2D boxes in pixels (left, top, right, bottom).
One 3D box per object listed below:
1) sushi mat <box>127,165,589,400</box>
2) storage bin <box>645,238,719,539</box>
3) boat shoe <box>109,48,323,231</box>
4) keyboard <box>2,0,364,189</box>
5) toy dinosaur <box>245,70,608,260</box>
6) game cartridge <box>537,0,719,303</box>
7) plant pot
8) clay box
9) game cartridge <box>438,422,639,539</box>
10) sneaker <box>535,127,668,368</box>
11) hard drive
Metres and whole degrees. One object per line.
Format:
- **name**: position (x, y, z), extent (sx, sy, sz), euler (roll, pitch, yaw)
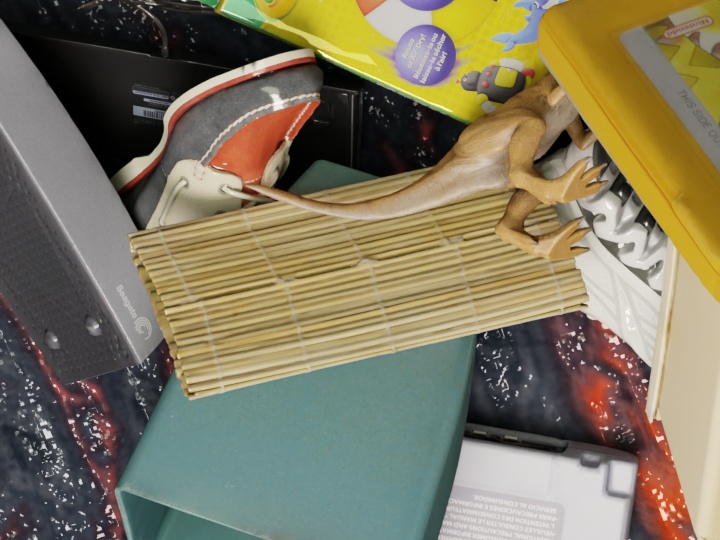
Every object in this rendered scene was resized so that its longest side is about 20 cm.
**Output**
- **sushi mat**: position (0.000, 0.000, 1.241), extent (0.200, 0.096, 0.012), euler (-13, 146, -14)
- **storage bin**: position (0.240, 0.022, 1.179), extent (0.199, 0.094, 0.200), euler (-5, 136, -5)
- **boat shoe**: position (-0.069, -0.045, 1.297), extent (0.200, 0.071, 0.063), euler (-39, 66, 52)
- **keyboard**: position (-0.096, -0.102, 1.337), extent (0.200, 0.021, 0.127), euler (10, 135, 8)
- **toy dinosaur**: position (0.062, -0.051, 1.246), extent (0.200, 0.060, 0.106), euler (-36, 54, -6)
- **game cartridge**: position (0.195, -0.061, 1.098), extent (0.176, 0.200, 0.032), euler (-20, 141, -17)
- **plant pot**: position (-0.014, 0.060, 1.290), extent (0.141, 0.141, 0.200), euler (17, 68, 7)
- **clay box**: position (0.019, -0.147, 1.275), extent (0.200, 0.048, 0.115), euler (23, 94, -11)
- **game cartridge**: position (0.037, 0.143, 1.379), extent (0.200, 0.041, 0.133), euler (10, 101, 10)
- **sneaker**: position (0.153, 0.015, 1.315), extent (0.081, 0.075, 0.200), euler (-25, 106, 45)
- **hard drive**: position (-0.170, -0.040, 1.338), extent (0.042, 0.135, 0.200), euler (-34, 97, -25)
